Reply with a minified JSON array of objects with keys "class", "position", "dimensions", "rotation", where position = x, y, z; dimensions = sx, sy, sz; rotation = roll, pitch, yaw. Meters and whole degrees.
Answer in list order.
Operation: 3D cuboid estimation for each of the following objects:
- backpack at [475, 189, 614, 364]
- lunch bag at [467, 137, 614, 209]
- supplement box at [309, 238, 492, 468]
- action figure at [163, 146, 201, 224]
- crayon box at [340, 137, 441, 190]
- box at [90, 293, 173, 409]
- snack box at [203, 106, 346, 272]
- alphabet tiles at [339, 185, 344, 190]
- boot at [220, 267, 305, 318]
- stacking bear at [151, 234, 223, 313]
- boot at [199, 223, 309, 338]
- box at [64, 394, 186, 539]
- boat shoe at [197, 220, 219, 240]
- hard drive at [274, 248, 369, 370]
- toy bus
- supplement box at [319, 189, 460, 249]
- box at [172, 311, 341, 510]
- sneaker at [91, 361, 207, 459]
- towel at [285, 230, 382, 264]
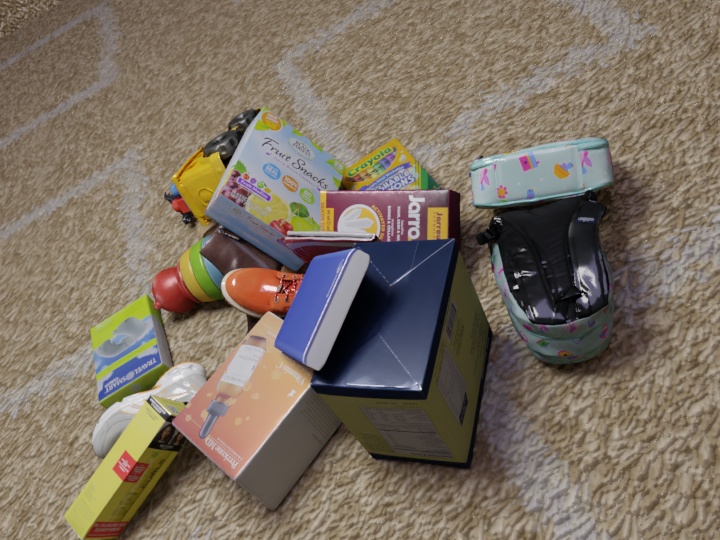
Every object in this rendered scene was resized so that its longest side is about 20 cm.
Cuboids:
[{"class":"backpack","position":[0.249,0.013,0.851],"dimensions":[0.165,0.127,0.201],"rotation":[-18,44,15]},{"class":"lunch bag","position":[0.254,-0.137,0.964],"dimensions":[0.198,0.078,0.160],"rotation":[-7,6,21]},{"class":"supplement box","position":[0.062,0.102,0.820],"dimensions":[0.133,0.200,0.201],"rotation":[-1,52,26]},{"class":"action figure","position":[-0.279,-0.182,1.299],"dimensions":[0.199,0.119,0.102],"rotation":[-34,50,5]},{"class":"crayon box","position":[0.043,-0.143,1.141],"dimensions":[0.125,0.052,0.200],"rotation":[-32,45,-1]},{"class":"box","position":[-0.379,0.144,1.122],"dimensions":[0.121,0.048,0.200],"rotation":[-32,45,0]},{"class":"snack box","position":[-0.125,-0.127,1.044],"dimensions":[0.068,0.168,0.201],"rotation":[-36,30,44]},{"class":"alphabet tiles","position":[-0.078,-0.052,1.121],"dimensions":[0.166,0.008,0.201],"rotation":[-28,61,4]},{"class":"boot","position":[-0.098,0.028,0.962],"dimensions":[0.198,0.107,0.076],"rotation":[12,69,-10]},{"class":"stacking bear","position":[-0.259,0.007,1.137],"dimensions":[0.199,0.114,0.122],"rotation":[-25,45,13]},{"class":"boot","position":[-0.179,0.023,1.030],"dimensions":[0.072,0.166,0.201],"rotation":[-28,30,59]},{"class":"box","position":[-0.310,0.269,0.925],"dimensions":[0.050,0.075,0.201],"rotation":[35,87,29]},{"class":"boat shoe","position":[-0.198,-0.085,1.202],"dimensions":[0.198,0.071,0.065],"rotation":[-22,45,7]},{"class":"hard drive","position":[-0.052,0.042,0.801],"dimensions":[0.133,0.025,0.200],"rotation":[-66,14,-8]},{"class":"toy bus","position":[-0.240,-0.170,1.177],"dimensions":[0.190,0.136,0.201],"rotation":[-15,32,27]},{"class":"supplement box","position":[0.044,-0.062,1.001],"dimensions":[0.198,0.086,0.112],"rotation":[1,92,20]},{"class":"box","position":[-0.122,0.184,0.913],"dimensions":[0.152,0.107,0.200],"rotation":[24,66,39]},{"class":"sneaker","position":[-0.306,0.224,1.001],"dimensions":[0.199,0.076,0.092],"rotation":[-37,50,-4]},{"class":"towel","position":[0.000,0.000,0.941],"dimensions":[0.143,0.200,0.023],"rotation":[2,66,29]}]
